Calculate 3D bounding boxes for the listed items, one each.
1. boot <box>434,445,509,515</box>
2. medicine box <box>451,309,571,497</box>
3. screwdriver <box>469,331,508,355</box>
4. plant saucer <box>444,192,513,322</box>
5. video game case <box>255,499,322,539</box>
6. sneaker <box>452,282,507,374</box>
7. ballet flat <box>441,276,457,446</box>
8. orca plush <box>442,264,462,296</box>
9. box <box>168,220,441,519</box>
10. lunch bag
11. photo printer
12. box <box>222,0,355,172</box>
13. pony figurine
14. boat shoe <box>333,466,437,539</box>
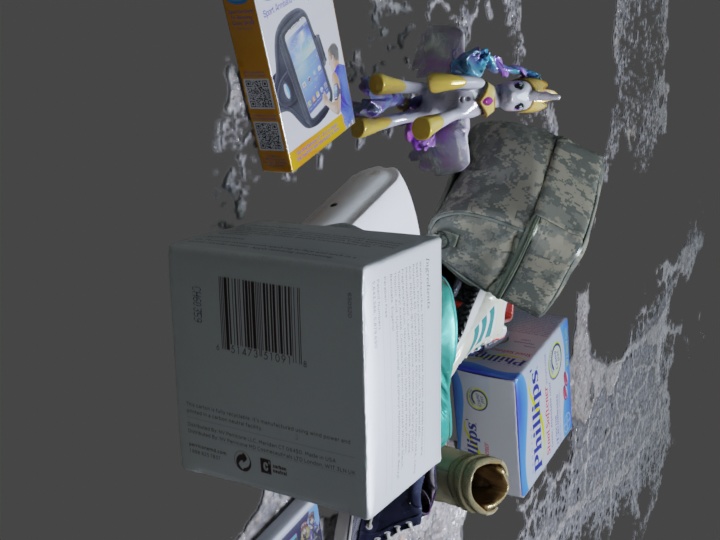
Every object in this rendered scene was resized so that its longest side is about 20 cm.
[{"bbox_3d":[0.105,0.243,1.123,0.200,0.153,0.074,42,61,-54],"label":"boot"},{"bbox_3d":[0.216,0.181,1.351,0.199,0.101,0.186,-37,126,-51],"label":"medicine box"},{"bbox_3d":[0.128,0.112,1.250,0.198,0.028,0.029,-24,142,-40],"label":"screwdriver"},{"bbox_3d":[0.156,-0.026,1.276,0.199,0.036,0.204,-7,101,-58],"label":"plant saucer"},{"bbox_3d":[-0.093,0.351,0.943,0.199,0.023,0.186,-36,126,-50],"label":"video game case"},{"bbox_3d":[0.136,0.076,1.163,0.093,0.070,0.202,40,68,-30],"label":"sneaker"},{"bbox_3d":[0.062,0.104,1.005,0.069,0.067,0.204,-17,117,-33],"label":"ballet flat"},{"bbox_3d":[0.054,0.046,1.121,0.202,0.070,0.105,-61,-172,-17],"label":"orca plush"},{"bbox_3d":[-0.043,0.071,0.802,0.130,0.196,0.204,-20,113,-55],"label":"box"},{"bbox_3d":[0.174,-0.072,1.104,0.140,0.165,0.201,113,4,-49],"label":"lunch bag"},{"bbox_3d":[0.000,0.000,0.986,0.200,0.068,0.169,-46,133,-46],"label":"photo printer"},{"bbox_3d":[-0.064,-0.206,0.871,0.119,0.041,0.203,-45,134,-46],"label":"box"},{"bbox_3d":[0.087,-0.177,1.019,0.197,0.191,0.170,-13,104,-37],"label":"pony figurine"},{"bbox_3d":[0.028,0.268,1.033,0.075,0.091,0.204,-40,140,-53],"label":"boat shoe"}]
